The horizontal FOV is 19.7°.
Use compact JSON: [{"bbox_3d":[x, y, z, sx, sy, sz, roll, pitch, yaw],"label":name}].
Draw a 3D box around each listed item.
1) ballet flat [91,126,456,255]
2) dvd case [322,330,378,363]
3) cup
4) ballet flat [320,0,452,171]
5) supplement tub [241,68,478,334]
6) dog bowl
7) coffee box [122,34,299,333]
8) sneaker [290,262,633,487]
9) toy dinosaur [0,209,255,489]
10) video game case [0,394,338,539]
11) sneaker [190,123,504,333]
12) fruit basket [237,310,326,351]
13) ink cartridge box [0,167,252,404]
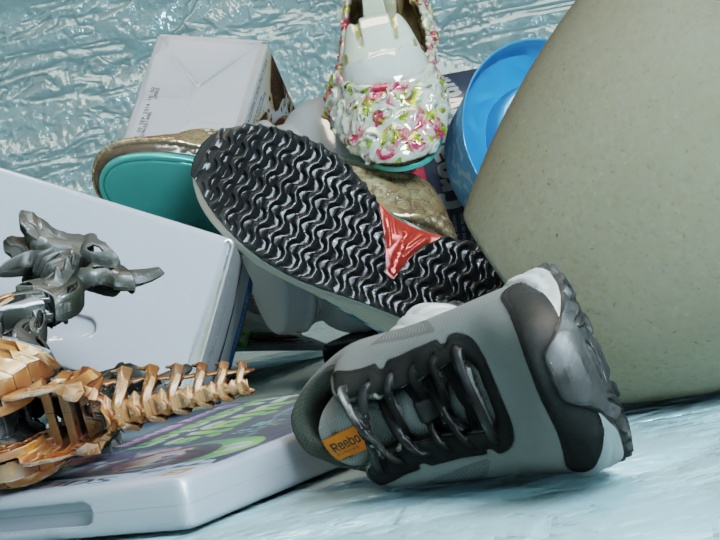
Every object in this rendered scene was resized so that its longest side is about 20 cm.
[{"bbox_3d":[-0.045,-0.041,1.111,0.200,0.071,0.065,17,40,-14],"label":"ballet flat"},{"bbox_3d":[0.081,0.030,1.275,0.150,0.025,0.200,-10,4,21],"label":"dvd case"},{"bbox_3d":[0.128,-0.027,0.857,0.143,0.200,0.200,-37,0,7],"label":"cup"},{"bbox_3d":[0.010,-0.122,1.161,0.076,0.064,0.200,-11,28,2],"label":"ballet flat"},{"bbox_3d":[0.034,-0.042,1.226,0.200,0.141,0.140,-12,3,-14],"label":"supplement tub"},{"bbox_3d":[0.133,-0.042,1.143,0.200,0.112,0.050,31,-27,-11],"label":"dog bowl"},{"bbox_3d":[-0.085,-0.050,1.365,0.080,0.113,0.200,6,-27,17],"label":"coffee box"},{"bbox_3d":[0.033,0.049,0.739,0.079,0.074,0.200,-22,0,-20],"label":"sneaker"},{"bbox_3d":[-0.137,0.054,0.839,0.200,0.102,0.136,17,27,16],"label":"toy dinosaur"},{"bbox_3d":[-0.085,0.082,0.893,0.182,0.023,0.200,-9,3,33],"label":"video game case"},{"bbox_3d":[0.001,0.000,1.055,0.200,0.070,0.093,27,-20,1],"label":"sneaker"},{"bbox_3d":[-0.135,0.048,1.341,0.185,0.094,0.200,-3,-15,19],"label":"fruit basket"},{"bbox_3d":[-0.136,0.014,1.053,0.144,0.084,0.200,16,-6,1],"label":"ink cartridge box"}]
